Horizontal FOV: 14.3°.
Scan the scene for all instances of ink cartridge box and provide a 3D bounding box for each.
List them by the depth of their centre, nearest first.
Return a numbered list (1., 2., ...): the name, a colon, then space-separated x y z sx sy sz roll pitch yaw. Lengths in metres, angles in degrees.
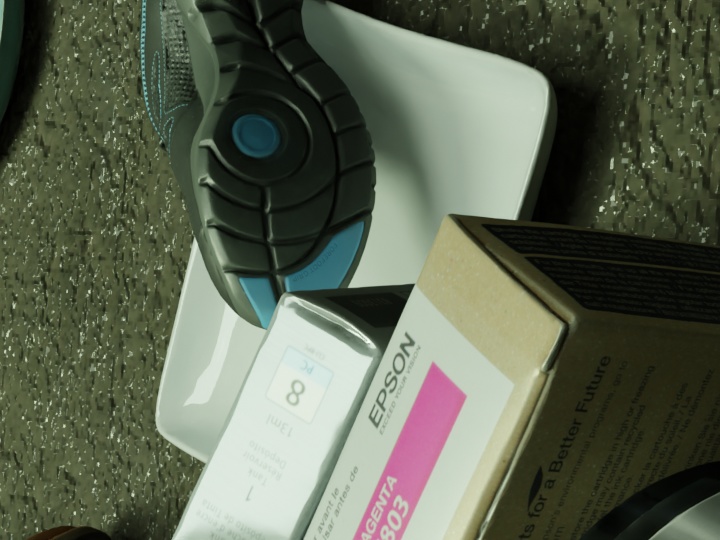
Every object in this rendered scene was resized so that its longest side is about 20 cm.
1. ink cartridge box: 0.068 0.089 0.930 0.075 0.164 0.200 45 118 45
2. ink cartridge box: -0.012 0.100 0.996 0.047 0.160 0.201 29 104 23

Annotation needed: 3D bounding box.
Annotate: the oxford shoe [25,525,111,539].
1. oxford shoe: -0.194 0.161 1.238 0.071 0.200 0.072 32 141 38

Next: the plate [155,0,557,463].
1. plate: 0.000 0.000 1.140 0.200 0.032 0.200 24 104 51

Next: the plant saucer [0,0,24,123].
1. plant saucer: -0.221 -0.118 1.448 0.200 0.027 0.201 -13 73 51

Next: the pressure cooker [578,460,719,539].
1. pressure cooker: 0.133 0.145 0.822 0.200 0.176 0.179 24 132 54

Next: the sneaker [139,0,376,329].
1. sneaker: -0.045 -0.057 1.139 0.082 0.073 0.201 122 145 -53
